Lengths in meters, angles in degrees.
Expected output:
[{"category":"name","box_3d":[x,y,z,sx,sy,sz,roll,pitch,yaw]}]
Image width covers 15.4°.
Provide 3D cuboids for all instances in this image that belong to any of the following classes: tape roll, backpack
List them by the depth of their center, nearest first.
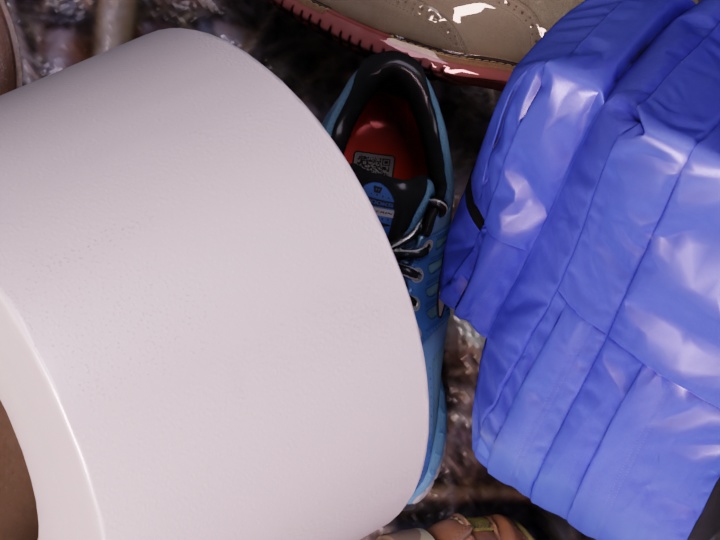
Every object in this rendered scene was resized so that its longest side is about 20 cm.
[{"category":"tape roll","box_3d":[-0.089,0.031,0.939,0.139,0.203,0.203,-25,76,-30]},{"category":"backpack","box_3d":[0.120,0.002,1.022,0.167,0.201,0.162,30,37,19]}]

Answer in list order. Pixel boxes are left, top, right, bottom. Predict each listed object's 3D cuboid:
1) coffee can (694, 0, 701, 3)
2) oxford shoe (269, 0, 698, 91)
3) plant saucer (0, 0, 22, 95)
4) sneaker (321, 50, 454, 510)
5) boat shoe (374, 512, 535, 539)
[{"category":"coffee can","box_3d":[0.224,-0.035,1.136,0.146,0.146,0.201,-19,74,-29]},{"category":"oxford shoe","box_3d":[0.047,-0.113,1.119,0.199,0.070,0.075,19,95,9]},{"category":"plant saucer","box_3d":[-0.233,-0.078,1.037,0.199,0.032,0.201,10,60,-18]},{"category":"sneaker","box_3d":[0.000,0.000,1.051,0.078,0.090,0.201,3,60,-4]},{"category":"boat shoe","box_3d":[0.068,0.183,1.003,0.068,0.072,0.201,-10,69,-25]}]
